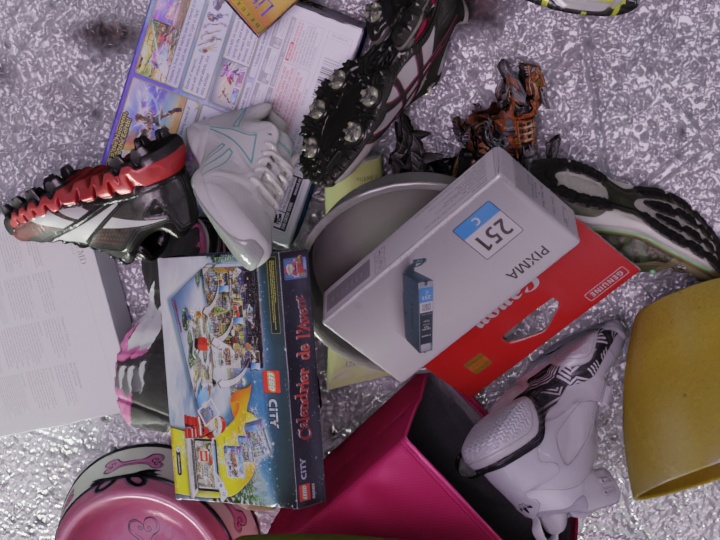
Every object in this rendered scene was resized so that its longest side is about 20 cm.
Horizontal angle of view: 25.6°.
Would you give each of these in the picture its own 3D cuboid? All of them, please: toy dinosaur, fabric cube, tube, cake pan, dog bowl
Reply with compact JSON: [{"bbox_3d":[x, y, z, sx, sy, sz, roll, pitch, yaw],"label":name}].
[{"bbox_3d":[0.095,-0.076,1.320,0.134,0.102,0.202,11,85,-11],"label":"toy dinosaur"},{"bbox_3d":[0.047,0.235,1.346,0.196,0.200,0.199,45,108,-5],"label":"fabric cube"},{"bbox_3d":[0.000,0.000,1.371,0.057,0.052,0.202,1,104,13],"label":"tube"},{"bbox_3d":[0.044,0.000,1.302,0.198,0.037,0.202,-1,129,-1],"label":"cake pan"},{"bbox_3d":[-0.193,0.266,1.457,0.198,0.074,0.203,2,104,9],"label":"dog bowl"}]

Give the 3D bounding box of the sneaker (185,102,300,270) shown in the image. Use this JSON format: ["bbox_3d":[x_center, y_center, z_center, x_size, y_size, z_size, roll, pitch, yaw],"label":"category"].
[{"bbox_3d":[-0.088,-0.077,1.251,0.080,0.201,0.071,-27,125,7],"label":"sneaker"}]

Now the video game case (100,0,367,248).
[{"bbox_3d":[-0.109,-0.146,1.355,0.180,0.045,0.202,21,106,2],"label":"video game case"}]

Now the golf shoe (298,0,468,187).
[{"bbox_3d":[0.024,-0.150,1.297,0.077,0.088,0.201,37,100,42],"label":"golf shoe"}]

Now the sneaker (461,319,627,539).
[{"bbox_3d":[0.176,0.133,1.319,0.115,0.200,0.075,55,145,-7],"label":"sneaker"}]

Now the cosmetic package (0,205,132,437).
[{"bbox_3d":[-0.288,0.039,1.427,0.149,0.052,0.202,-11,102,13],"label":"cosmetic package"}]

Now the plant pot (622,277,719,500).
[{"bbox_3d":[0.293,0.087,1.288,0.198,0.200,0.143,-21,76,13],"label":"plant pot"}]

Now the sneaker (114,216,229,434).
[{"bbox_3d":[-0.149,0.048,1.387,0.080,0.086,0.202,23,105,27],"label":"sneaker"}]

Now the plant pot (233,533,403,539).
[{"bbox_3d":[-0.014,0.273,1.186,0.198,0.187,0.189,16,107,21],"label":"plant pot"}]

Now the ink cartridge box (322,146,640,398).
[{"bbox_3d":[0.098,0.020,1.268,0.176,0.045,0.200,36,120,-25],"label":"ink cartridge box"}]

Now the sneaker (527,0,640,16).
[{"bbox_3d":[0.135,-0.259,1.274,0.198,0.075,0.077,20,104,1],"label":"sneaker"}]

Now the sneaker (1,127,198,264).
[{"bbox_3d":[-0.213,-0.045,1.318,0.199,0.071,0.099,-15,109,32],"label":"sneaker"}]

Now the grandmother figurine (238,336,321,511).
[{"bbox_3d":[-0.080,0.106,1.408,0.120,0.060,0.202,26,104,15],"label":"grandmother figurine"}]

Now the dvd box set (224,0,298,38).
[{"bbox_3d":[-0.057,-0.309,1.287,0.200,0.029,0.146,-43,94,0],"label":"dvd box set"}]

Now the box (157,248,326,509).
[{"bbox_3d":[-0.097,0.086,1.278,0.136,0.038,0.202,-2,93,38],"label":"box"}]

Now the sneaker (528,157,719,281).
[{"bbox_3d":[0.214,-0.023,1.322,0.198,0.077,0.089,22,128,-9],"label":"sneaker"}]
